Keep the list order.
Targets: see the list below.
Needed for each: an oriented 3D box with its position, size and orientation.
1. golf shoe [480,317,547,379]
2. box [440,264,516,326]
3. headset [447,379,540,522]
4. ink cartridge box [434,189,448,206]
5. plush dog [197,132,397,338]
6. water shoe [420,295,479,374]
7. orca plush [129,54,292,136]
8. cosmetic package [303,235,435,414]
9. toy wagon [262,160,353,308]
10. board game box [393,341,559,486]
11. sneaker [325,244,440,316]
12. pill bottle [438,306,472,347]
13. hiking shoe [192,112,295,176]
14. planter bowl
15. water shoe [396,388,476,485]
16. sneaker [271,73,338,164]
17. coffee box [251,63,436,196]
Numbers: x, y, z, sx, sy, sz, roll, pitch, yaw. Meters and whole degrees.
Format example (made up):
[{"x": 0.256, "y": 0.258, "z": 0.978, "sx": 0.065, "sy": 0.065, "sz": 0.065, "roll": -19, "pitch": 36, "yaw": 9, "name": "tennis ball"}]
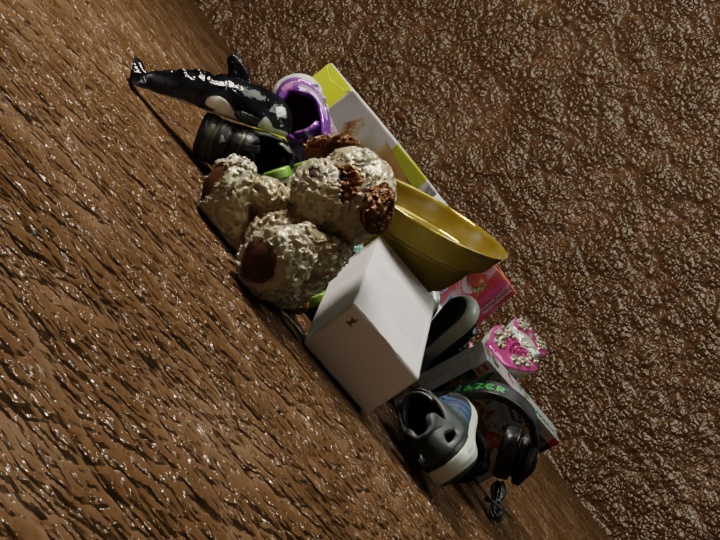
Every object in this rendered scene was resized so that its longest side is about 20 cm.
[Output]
[{"x": 0.179, "y": 0.116, "z": 1.546, "sx": 0.075, "sy": 0.091, "sz": 0.200, "roll": 52, "pitch": 17, "yaw": 11, "name": "golf shoe"}, {"x": 0.108, "y": 0.049, "z": 1.703, "sx": 0.096, "sy": 0.200, "sz": 0.100, "roll": 49, "pitch": 5, "yaw": -11, "name": "box"}, {"x": 0.154, "y": 0.210, "z": 1.437, "sx": 0.094, "sy": 0.123, "sz": 0.201, "roll": -64, "pitch": 149, "yaw": -57, "name": "headset"}, {"x": 0.044, "y": -0.048, "z": 1.838, "sx": 0.050, "sy": 0.200, "sz": 0.162, "roll": 49, "pitch": 5, "yaw": -29, "name": "ink cartridge box"}, {"x": -0.038, "y": -0.048, "z": 1.183, "sx": 0.161, "sy": 0.172, "sz": 0.200, "roll": 48, "pitch": 5, "yaw": -41, "name": "plush dog"}, {"x": 0.112, "y": 0.100, "z": 1.478, "sx": 0.079, "sy": 0.200, "sz": 0.072, "roll": 28, "pitch": 52, "yaw": -7, "name": "water shoe"}, {"x": -0.165, "y": -0.219, "z": 1.412, "sx": 0.199, "sy": 0.071, "sz": 0.105, "roll": 18, "pitch": 4, "yaw": -10, "name": "orca plush"}, {"x": 0.014, "y": 0.052, "z": 1.260, "sx": 0.102, "sy": 0.071, "sz": 0.200, "roll": 50, "pitch": 19, "yaw": -10, "name": "cosmetic package"}, {"x": -0.047, "y": -0.048, "z": 1.383, "sx": 0.200, "sy": 0.039, "sz": 0.156, "roll": -26, "pitch": 101, "yaw": -61, "name": "toy wagon"}, {"x": 0.142, "y": 0.177, "z": 1.475, "sx": 0.200, "sy": 0.126, "sz": 0.035, "roll": 47, "pitch": 20, "yaw": -39, "name": "board game box"}, {"x": 0.000, "y": 0.000, "z": 1.475, "sx": 0.199, "sy": 0.078, "sz": 0.091, "roll": 21, "pitch": -5, "yaw": 20, "name": "sneaker"}, {"x": 0.051, "y": 0.065, "z": 1.596, "sx": 0.200, "sy": 0.109, "sz": 0.109, "roll": 50, "pitch": 4, "yaw": -8, "name": "pill bottle"}, {"x": -0.121, "y": -0.129, "z": 1.460, "sx": 0.100, "sy": 0.076, "sz": 0.200, "roll": 23, "pitch": 4, "yaw": 20, "name": "hiking shoe"}, {"x": 0.064, "y": -0.032, "z": 1.404, "sx": 0.200, "sy": 0.084, "sz": 0.200, "roll": 29, "pitch": 14, "yaw": -8, "name": "planter bowl"}, {"x": 0.079, "y": 0.152, "z": 1.281, "sx": 0.079, "sy": 0.071, "sz": 0.200, "roll": 55, "pitch": 4, "yaw": -12, "name": "water shoe"}, {"x": -0.053, "y": -0.150, "z": 1.498, "sx": 0.201, "sy": 0.080, "sz": 0.088, "roll": 63, "pitch": 2, "yaw": -4, "name": "sneaker"}, {"x": -0.044, "y": -0.145, "z": 1.733, "sx": 0.198, "sy": 0.199, "sz": 0.200, "roll": 48, "pitch": 6, "yaw": -22, "name": "coffee box"}]
